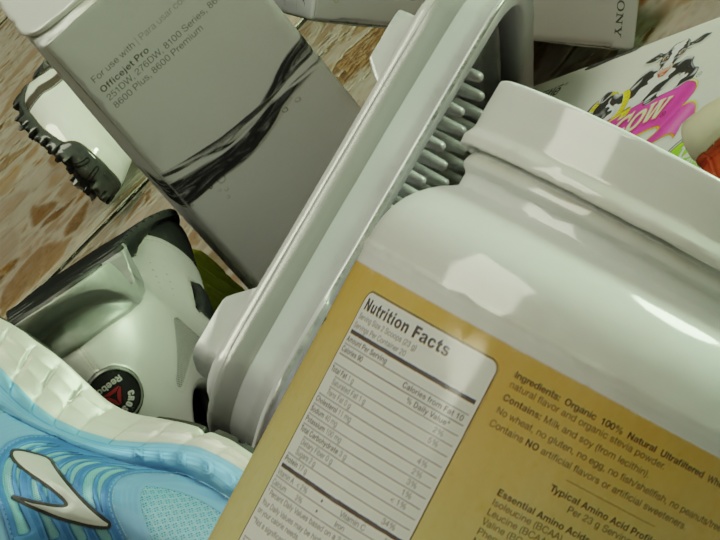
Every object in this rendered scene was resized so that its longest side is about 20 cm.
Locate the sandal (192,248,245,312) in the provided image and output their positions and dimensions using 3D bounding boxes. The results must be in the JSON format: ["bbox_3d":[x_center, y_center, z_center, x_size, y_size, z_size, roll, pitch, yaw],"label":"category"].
[{"bbox_3d":[-0.077,0.063,1.145,0.087,0.079,0.200,-43,18,22],"label":"sandal"}]

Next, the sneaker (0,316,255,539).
[{"bbox_3d":[-0.090,0.092,0.910,0.199,0.079,0.090,24,52,29],"label":"sneaker"}]

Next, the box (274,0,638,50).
[{"bbox_3d":[0.020,-0.127,1.231,0.200,0.143,0.037,-149,64,-69],"label":"box"}]

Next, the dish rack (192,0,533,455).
[{"bbox_3d":[0.000,0.000,0.992,0.201,0.043,0.172,-59,-15,-19],"label":"dish rack"}]

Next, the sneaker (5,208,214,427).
[{"bbox_3d":[-0.085,0.034,1.047,0.074,0.089,0.200,-34,7,9],"label":"sneaker"}]

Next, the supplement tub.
[{"bbox_3d":[0.042,0.068,0.714,0.201,0.144,0.144,-62,20,0],"label":"supplement tub"}]

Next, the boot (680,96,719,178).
[{"bbox_3d":[0.177,-0.047,0.757,0.199,0.108,0.075,-33,-14,29],"label":"boot"}]

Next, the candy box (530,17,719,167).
[{"bbox_3d":[0.080,0.015,0.910,0.167,0.072,0.200,-19,33,55],"label":"candy box"}]

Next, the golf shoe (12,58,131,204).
[{"bbox_3d":[-0.145,-0.109,1.626,0.094,0.078,0.200,-41,21,13],"label":"golf shoe"}]

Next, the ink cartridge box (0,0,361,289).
[{"bbox_3d":[-0.063,-0.073,1.147,0.084,0.200,0.145,-42,32,-2],"label":"ink cartridge box"}]
